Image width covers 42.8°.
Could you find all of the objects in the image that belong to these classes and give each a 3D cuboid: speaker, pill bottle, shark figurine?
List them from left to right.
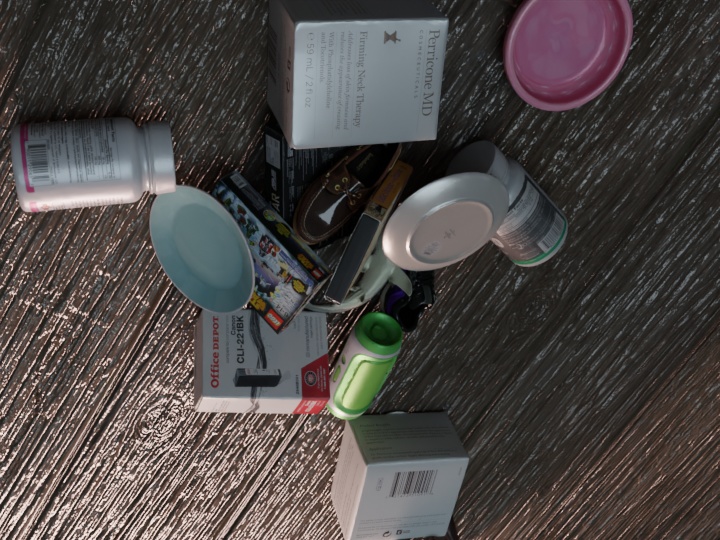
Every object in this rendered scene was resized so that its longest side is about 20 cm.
[{"bbox_3d":[-0.347,-0.142,1.207,0.198,0.114,0.114,-6,123,-14],"label":"pill bottle"},{"bbox_3d":[-0.006,0.022,1.452,0.214,0.090,0.128,-38,92,-1],"label":"shark figurine"},{"bbox_3d":[0.003,0.159,1.508,0.088,0.089,0.201,5,136,-21],"label":"speaker"},{"bbox_3d":[0.225,-0.104,1.420,0.113,0.113,0.200,-42,124,11],"label":"pill bottle"}]

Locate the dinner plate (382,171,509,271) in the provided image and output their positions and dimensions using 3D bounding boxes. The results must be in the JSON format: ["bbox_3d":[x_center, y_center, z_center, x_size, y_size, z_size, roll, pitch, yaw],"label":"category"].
[{"bbox_3d":[0.126,-0.061,1.320,0.198,0.024,0.201,-14,143,-11],"label":"dinner plate"}]

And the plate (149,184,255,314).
[{"bbox_3d":[-0.220,-0.032,1.302,0.026,0.199,0.202,-38,139,-44],"label":"plate"}]

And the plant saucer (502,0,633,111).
[{"bbox_3d":[0.295,-0.334,1.333,0.198,0.051,0.202,-8,123,-12],"label":"plant saucer"}]

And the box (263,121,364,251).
[{"bbox_3d":[-0.062,-0.127,1.311,0.159,0.043,0.202,-26,132,-36],"label":"box"}]

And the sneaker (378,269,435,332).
[{"bbox_3d":[0.094,0.011,1.457,0.069,0.100,0.202,4,121,-22],"label":"sneaker"}]

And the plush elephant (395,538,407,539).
[{"bbox_3d":[0.095,0.556,1.685,0.198,0.165,0.156,-3,102,15],"label":"plush elephant"}]

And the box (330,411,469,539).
[{"bbox_3d":[0.066,0.374,1.663,0.197,0.131,0.202,1,122,-19],"label":"box"}]

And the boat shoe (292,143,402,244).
[{"bbox_3d":[-0.016,-0.120,1.257,0.070,0.070,0.201,42,72,-17],"label":"boat shoe"}]

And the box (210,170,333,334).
[{"bbox_3d":[-0.146,-0.023,1.295,0.200,0.040,0.137,46,134,6],"label":"box"}]

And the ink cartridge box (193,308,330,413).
[{"bbox_3d":[-0.154,0.140,1.417,0.198,0.146,0.084,3,156,-16],"label":"ink cartridge box"}]

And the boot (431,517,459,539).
[{"bbox_3d":[0.167,0.572,1.801,0.064,0.187,0.201,-7,129,10],"label":"boot"}]

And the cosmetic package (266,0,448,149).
[{"bbox_3d":[-0.011,-0.273,1.201,0.198,0.167,0.169,-6,123,-16],"label":"cosmetic package"}]

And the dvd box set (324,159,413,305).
[{"bbox_3d":[0.013,-0.056,1.290,0.029,0.200,0.147,27,122,2],"label":"dvd box set"}]
